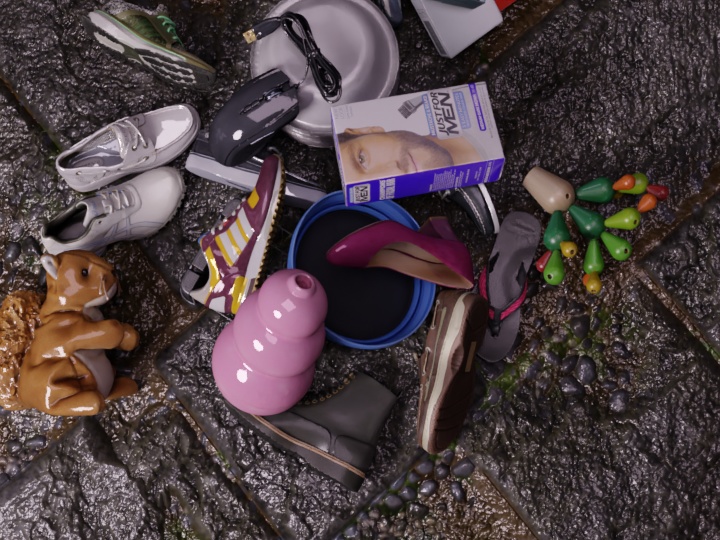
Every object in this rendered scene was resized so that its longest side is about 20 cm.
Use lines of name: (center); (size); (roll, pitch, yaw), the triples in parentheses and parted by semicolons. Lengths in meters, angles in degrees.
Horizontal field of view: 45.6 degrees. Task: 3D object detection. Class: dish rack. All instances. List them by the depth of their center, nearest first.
dish rack: (-0.123, 0.012, 1.105); (0.198, 0.055, 0.155); (31, 84, 4)

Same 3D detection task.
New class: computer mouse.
computer mouse: (-0.129, -0.229, 1.056); (0.198, 0.046, 0.142); (-29, 79, 19)

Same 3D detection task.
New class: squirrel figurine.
squirrel figurine: (-0.375, 0.071, 1.051); (0.196, 0.141, 0.191); (-3, 92, 11)

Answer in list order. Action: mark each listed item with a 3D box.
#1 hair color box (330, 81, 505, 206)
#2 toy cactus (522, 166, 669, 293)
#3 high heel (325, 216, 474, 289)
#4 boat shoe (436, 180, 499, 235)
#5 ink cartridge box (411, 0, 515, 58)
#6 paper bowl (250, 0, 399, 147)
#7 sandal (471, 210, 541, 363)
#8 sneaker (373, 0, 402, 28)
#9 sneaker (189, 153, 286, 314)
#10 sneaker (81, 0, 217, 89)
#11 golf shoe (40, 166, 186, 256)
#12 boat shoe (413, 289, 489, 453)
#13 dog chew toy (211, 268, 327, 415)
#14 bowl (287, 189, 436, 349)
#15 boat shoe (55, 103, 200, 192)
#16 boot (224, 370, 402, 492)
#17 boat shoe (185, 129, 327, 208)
hair color box: (0.068, -0.155, 1.051); (0.196, 0.065, 0.111); (-11, 69, -2)
toy cactus: (0.281, -0.071, 1.095); (0.165, 0.102, 0.200); (42, 84, 21)
high heel: (0.054, -0.009, 1.034); (0.197, 0.068, 0.097); (-14, 68, -31)
boat shoe: (0.114, -0.126, 1.113); (0.060, 0.076, 0.202); (-26, 69, -3)
ink cartridge box: (0.134, -0.413, 1.123); (0.172, 0.044, 0.201); (-36, 112, -4)
paper bowl: (-0.047, -0.273, 1.122); (0.196, 0.104, 0.205); (0, 81, 3)
sandal: (0.182, 0.017, 1.098); (0.074, 0.045, 0.204); (17, 82, 4)
sneaker: (0.052, -0.428, 1.158); (0.084, 0.078, 0.204); (-4, 81, -2)
sneaker: (-0.149, -0.049, 1.041); (0.088, 0.075, 0.204); (15, 89, -1)
sneaker: (-0.272, -0.319, 1.154); (0.197, 0.077, 0.090); (28, 74, 3)
golf shoe: (-0.317, -0.074, 1.101); (0.198, 0.097, 0.079); (-33, 80, -5)
boat shoe: (0.103, 0.123, 1.082); (0.074, 0.074, 0.206); (17, 90, 42)
dog chew toy: (-0.096, 0.075, 0.974); (0.122, 0.201, 0.126); (15, 45, -15)
bowl: (0.000, 0.000, 1.071); (0.197, 0.039, 0.205); (8, 71, -23)
boat shoe: (-0.305, -0.166, 1.128); (0.197, 0.069, 0.072); (-28, 80, -4)
boot: (-0.058, 0.167, 1.077); (0.198, 0.078, 0.140); (31, 74, 0)
boat shoe: (-0.129, -0.135, 1.122); (0.197, 0.072, 0.069); (18, 83, 12)
